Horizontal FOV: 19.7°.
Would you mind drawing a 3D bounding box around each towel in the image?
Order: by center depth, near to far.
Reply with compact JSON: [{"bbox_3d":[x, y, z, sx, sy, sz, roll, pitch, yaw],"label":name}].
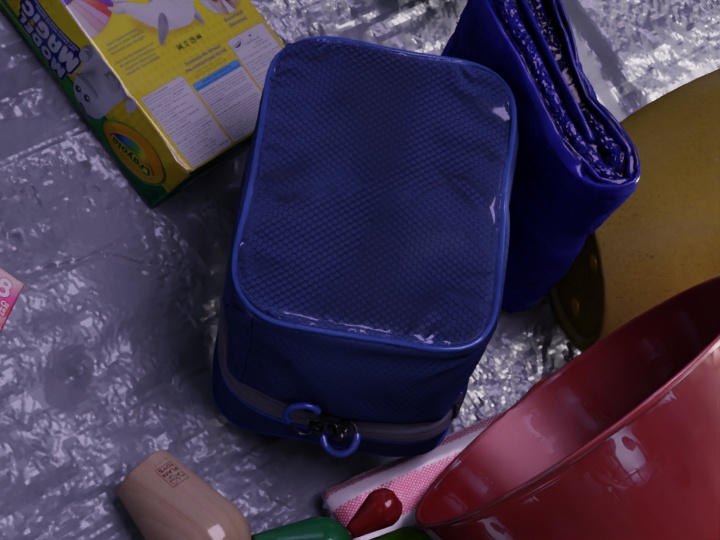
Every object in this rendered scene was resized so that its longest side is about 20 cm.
[{"bbox_3d":[0.080,0.177,1.058,0.146,0.030,0.201,-19,75,-24],"label":"towel"},{"bbox_3d":[0.078,-0.069,1.123,0.049,0.200,0.148,-18,74,-17],"label":"towel"}]

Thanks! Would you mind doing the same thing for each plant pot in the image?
[{"bbox_3d":[0.186,-0.015,1.188,0.141,0.200,0.201,-10,68,-15],"label":"plant pot"}]

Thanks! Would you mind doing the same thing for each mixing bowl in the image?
[{"bbox_3d":[0.136,0.102,0.992,0.109,0.200,0.200,54,45,-3],"label":"mixing bowl"}]

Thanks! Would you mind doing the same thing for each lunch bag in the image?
[{"bbox_3d":[0.000,0.000,1.049,0.135,0.133,0.201,12,58,-2],"label":"lunch bag"}]

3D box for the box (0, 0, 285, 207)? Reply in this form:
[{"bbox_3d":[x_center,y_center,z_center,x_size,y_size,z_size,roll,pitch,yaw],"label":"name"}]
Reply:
[{"bbox_3d":[-0.126,-0.143,1.108,0.117,0.048,0.200,-35,90,-44],"label":"box"}]

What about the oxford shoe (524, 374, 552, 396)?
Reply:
[{"bbox_3d":[0.164,0.126,1.160,0.200,0.071,0.073,48,28,-13],"label":"oxford shoe"}]

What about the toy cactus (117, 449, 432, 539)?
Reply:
[{"bbox_3d":[-0.049,0.151,0.960,0.165,0.102,0.200,46,58,12],"label":"toy cactus"}]

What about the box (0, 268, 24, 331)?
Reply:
[{"bbox_3d":[-0.259,0.006,0.876,0.200,0.095,0.103,36,46,-15],"label":"box"}]
